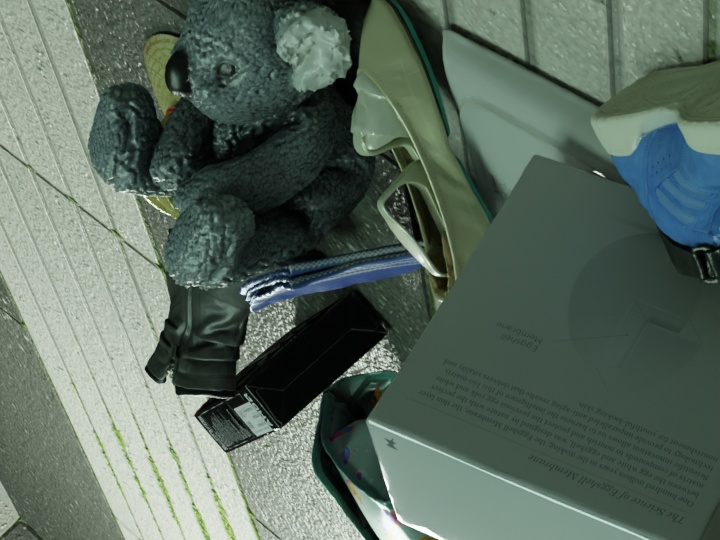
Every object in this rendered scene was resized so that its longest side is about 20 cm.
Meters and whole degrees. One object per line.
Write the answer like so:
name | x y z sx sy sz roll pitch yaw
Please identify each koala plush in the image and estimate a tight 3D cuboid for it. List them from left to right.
koala plush | -0.070 -0.126 1.454 0.177 0.183 0.201 48 146 39

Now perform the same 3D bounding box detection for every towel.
towel | 0.000 0.000 1.515 0.200 0.144 0.024 163 95 -77

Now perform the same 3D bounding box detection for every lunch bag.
lunch bag | 0.050 0.183 1.818 0.171 0.122 0.200 55 167 -29

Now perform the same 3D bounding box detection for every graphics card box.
graphics card box | -0.061 0.088 1.847 0.051 0.125 0.200 50 160 -1

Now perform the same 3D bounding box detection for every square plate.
square plate | 0.133 -0.038 1.353 0.198 0.028 0.201 32 156 35

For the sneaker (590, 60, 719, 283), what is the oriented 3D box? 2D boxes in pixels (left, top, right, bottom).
sneaker | 0.197 -0.047 1.125 0.112 0.077 0.200 57 163 -12

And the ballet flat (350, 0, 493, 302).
ballet flat | 0.032 -0.070 1.378 0.069 0.069 0.201 -1 116 64

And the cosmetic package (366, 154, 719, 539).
cosmetic package | 0.143 0.073 1.232 0.198 0.200 0.123 21 150 25

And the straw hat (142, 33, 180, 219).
straw hat | -0.130 -0.080 1.723 0.201 0.085 0.201 40 160 18

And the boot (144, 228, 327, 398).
boot | -0.096 0.040 1.732 0.069 0.133 0.200 9 179 -32
